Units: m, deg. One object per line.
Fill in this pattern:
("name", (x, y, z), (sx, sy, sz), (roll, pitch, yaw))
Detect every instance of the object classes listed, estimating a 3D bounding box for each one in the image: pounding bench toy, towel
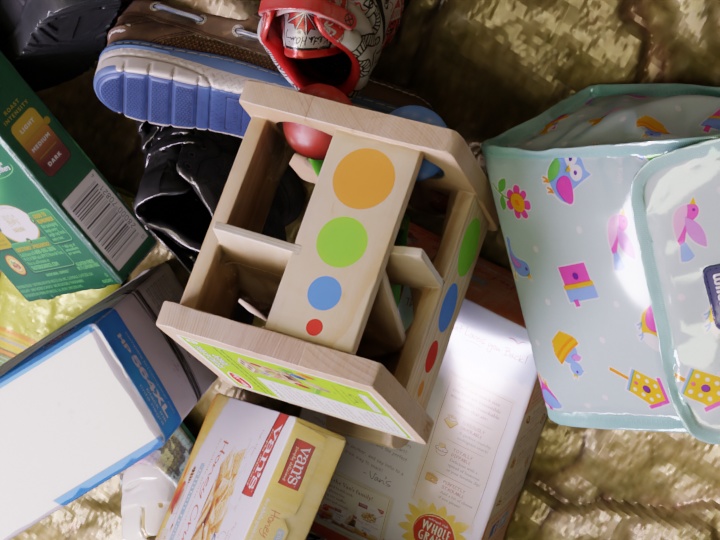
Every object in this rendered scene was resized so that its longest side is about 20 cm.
("pounding bench toy", (0.000, 0.000, 1.245), (0.124, 0.200, 0.157), (15, 77, 19))
("towel", (-0.197, 0.024, 1.489), (0.086, 0.018, 0.201), (21, 119, 14))

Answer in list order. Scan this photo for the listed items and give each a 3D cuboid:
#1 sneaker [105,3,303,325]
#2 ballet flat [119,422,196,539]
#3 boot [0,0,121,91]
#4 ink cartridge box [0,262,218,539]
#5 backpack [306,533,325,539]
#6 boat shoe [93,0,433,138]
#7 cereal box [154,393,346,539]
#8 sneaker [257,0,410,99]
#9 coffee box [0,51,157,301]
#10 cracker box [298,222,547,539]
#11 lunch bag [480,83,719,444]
("sneaker", (-0.102, -0.065, 1.340), (0.200, 0.104, 0.060), (51, 128, 1))
("ballet flat", (-0.114, 0.180, 1.471), (0.069, 0.071, 0.201), (-19, 101, 47))
("boot", (-0.202, -0.205, 1.351), (0.198, 0.073, 0.163), (-38, 69, 65))
("ink cartridge box", (-0.173, 0.080, 1.365), (0.146, 0.200, 0.085), (-32, 94, 12))
("backpack", (-0.010, 0.259, 1.357), (0.199, 0.191, 0.155), (22, 108, -3))
("boat shoe", (-0.048, -0.115, 1.301), (0.199, 0.073, 0.072), (14, 153, -4))
("cereal box", (-0.076, 0.150, 1.345), (0.039, 0.200, 0.144), (24, 83, -15))
("sneaker", (-0.018, -0.185, 1.204), (0.067, 0.108, 0.202), (7, 135, 19))
("coffee box", (-0.222, -0.071, 1.371), (0.200, 0.044, 0.123), (51, 148, -20))
("cracker box", (0.038, 0.084, 1.355), (0.134, 0.058, 0.201), (27, 122, 18))
("lunch bag", (0.177, -0.005, 1.179), (0.199, 0.122, 0.171), (5, 116, 48))
